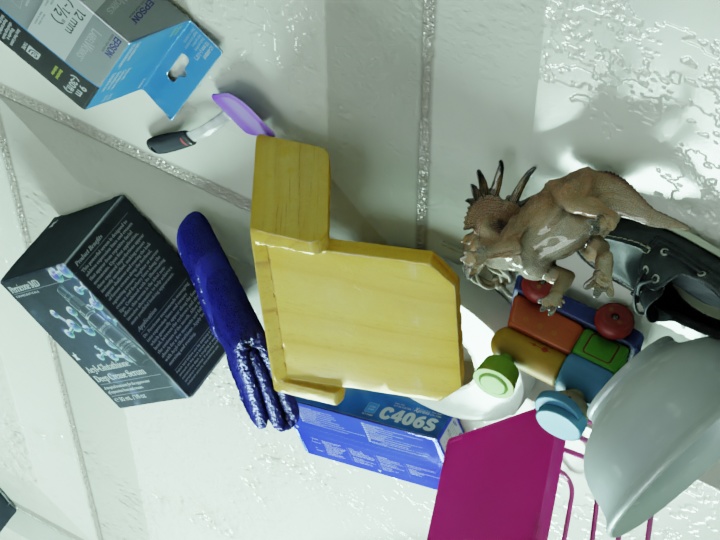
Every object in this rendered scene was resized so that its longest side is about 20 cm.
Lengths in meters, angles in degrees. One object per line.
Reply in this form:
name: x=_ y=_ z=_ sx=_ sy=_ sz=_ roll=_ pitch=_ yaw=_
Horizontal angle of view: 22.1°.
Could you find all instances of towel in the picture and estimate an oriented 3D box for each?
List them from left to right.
towel: x=-0.125 y=0.053 z=1.792 sx=0.200 sy=0.049 sz=0.148 roll=59 pitch=173 yaw=48

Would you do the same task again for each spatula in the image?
spatula: x=-0.146 y=-0.129 z=1.693 sx=0.057 sy=0.021 sz=0.200 roll=45 pitch=149 yaw=-23

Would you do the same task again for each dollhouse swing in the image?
dollhouse swing: x=0.000 y=0.000 z=1.630 sx=0.175 sy=0.182 sz=0.200 roll=-3 pitch=133 yaw=4

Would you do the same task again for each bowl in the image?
bowl: x=0.248 y=0.117 z=1.497 sx=0.090 sy=0.201 sz=0.201 roll=47 pitch=152 yaw=18

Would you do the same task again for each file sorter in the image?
file sorter: x=0.170 y=0.224 z=1.727 sx=0.125 sy=0.139 sz=0.200 roll=23 pitch=155 yaw=-22

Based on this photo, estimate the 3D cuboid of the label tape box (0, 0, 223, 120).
label tape box: x=-0.235 y=-0.211 z=1.631 sx=0.200 sy=0.066 sz=0.143 roll=41 pitch=149 yaw=-6

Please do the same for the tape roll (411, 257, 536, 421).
tape roll: x=0.072 y=0.062 z=1.723 sx=0.202 sy=0.037 sz=0.203 roll=26 pitch=147 yaw=18

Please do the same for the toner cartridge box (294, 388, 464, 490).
toner cartridge box: x=0.018 y=0.167 z=1.911 sx=0.200 sy=0.043 sz=0.095 roll=12 pitch=141 yaw=34

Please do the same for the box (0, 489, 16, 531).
box: x=-0.648 y=0.322 z=2.703 sx=0.200 sy=0.124 sz=0.197 roll=0 pitch=136 yaw=44

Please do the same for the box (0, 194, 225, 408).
box: x=-0.251 y=0.037 z=1.938 sx=0.200 sy=0.107 sz=0.148 roll=49 pitch=147 yaw=-19

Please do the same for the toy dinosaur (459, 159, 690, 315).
toy dinosaur: x=0.153 y=-0.042 z=1.455 sx=0.200 sy=0.136 sz=0.086 roll=-20 pitch=124 yaw=19

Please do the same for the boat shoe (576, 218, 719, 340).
boat shoe: x=0.249 y=0.015 z=1.455 sx=0.199 sy=0.066 sz=0.075 roll=26 pitch=148 yaw=17

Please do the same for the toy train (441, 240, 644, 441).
toy train: x=0.131 y=0.060 z=1.584 sx=0.200 sy=0.116 sz=0.085 roll=26 pitch=147 yaw=16
